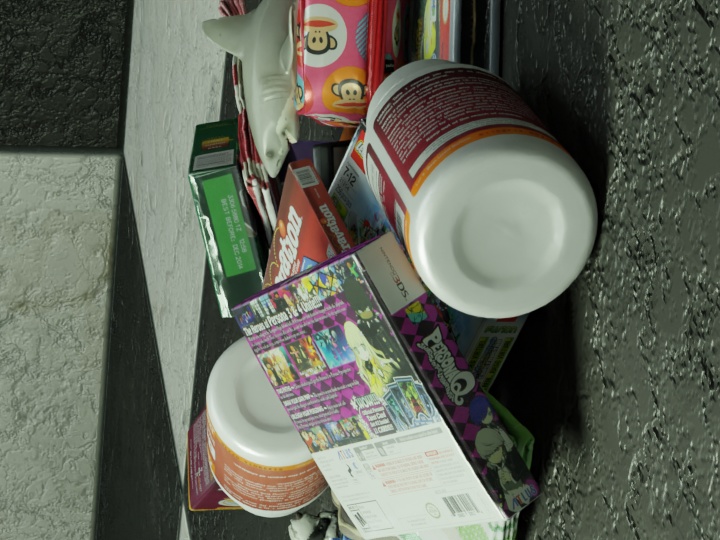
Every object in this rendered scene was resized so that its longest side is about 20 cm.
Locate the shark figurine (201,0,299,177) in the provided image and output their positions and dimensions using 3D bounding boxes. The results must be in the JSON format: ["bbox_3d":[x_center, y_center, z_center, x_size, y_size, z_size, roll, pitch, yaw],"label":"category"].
[{"bbox_3d":[-0.074,-0.192,1.553,0.128,0.089,0.215,86,-169,-47],"label":"shark figurine"}]

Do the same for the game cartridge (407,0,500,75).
[{"bbox_3d":[0.064,-0.151,1.414,0.133,0.041,0.201,-161,72,-81],"label":"game cartridge"}]

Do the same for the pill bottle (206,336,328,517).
[{"bbox_3d":[-0.069,0.132,1.625,0.200,0.112,0.112,100,166,-66],"label":"pill bottle"}]

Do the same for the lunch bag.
[{"bbox_3d":[-0.002,-0.197,1.504,0.200,0.082,0.177,-22,-66,-83],"label":"lunch bag"}]

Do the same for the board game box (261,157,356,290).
[{"bbox_3d":[-0.038,0.023,1.432,0.200,0.019,0.103,105,145,-51],"label":"board game box"}]

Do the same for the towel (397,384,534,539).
[{"bbox_3d":[0.044,0.124,1.298,0.149,0.031,0.200,42,150,28],"label":"towel"}]

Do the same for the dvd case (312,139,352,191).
[{"bbox_3d":[0.000,0.000,1.534,0.143,0.018,0.201,-17,-75,-70],"label":"dvd case"}]

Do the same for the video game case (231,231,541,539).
[{"bbox_3d":[0.010,0.078,1.246,0.182,0.036,0.200,59,153,-3],"label":"video game case"}]

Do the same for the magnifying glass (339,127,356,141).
[{"bbox_3d":[0.007,-0.151,1.697,0.200,0.022,0.080,109,157,-57],"label":"magnifying glass"}]

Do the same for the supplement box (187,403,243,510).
[{"bbox_3d":[-0.103,0.179,1.973,0.200,0.110,0.086,129,139,-70],"label":"supplement box"}]

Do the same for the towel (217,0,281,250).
[{"bbox_3d":[-0.084,-0.105,1.633,0.144,0.023,0.200,77,-176,-56],"label":"towel"}]

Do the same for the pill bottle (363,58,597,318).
[{"bbox_3d":[0.065,-0.060,1.232,0.200,0.113,0.113,-116,29,-63],"label":"pill bottle"}]

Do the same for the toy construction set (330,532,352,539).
[{"bbox_3d":[0.005,0.267,1.564,0.200,0.092,0.131,157,113,-64],"label":"toy construction set"}]

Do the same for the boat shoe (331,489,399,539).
[{"bbox_3d":[0.015,0.159,1.535,0.200,0.074,0.074,-151,62,-74],"label":"boat shoe"}]

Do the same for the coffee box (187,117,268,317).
[{"bbox_3d":[-0.105,-0.048,1.638,0.200,0.044,0.123,-102,0,-76],"label":"coffee box"}]

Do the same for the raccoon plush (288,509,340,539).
[{"bbox_3d":[-0.012,0.295,1.710,0.200,0.134,0.097,58,171,-25],"label":"raccoon plush"}]

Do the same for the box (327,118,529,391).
[{"bbox_3d":[0.037,-0.002,1.353,0.200,0.035,0.110,54,130,42],"label":"box"}]

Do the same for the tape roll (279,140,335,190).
[{"bbox_3d":[-0.026,-0.009,1.695,0.200,0.085,0.201,180,90,-78],"label":"tape roll"}]
